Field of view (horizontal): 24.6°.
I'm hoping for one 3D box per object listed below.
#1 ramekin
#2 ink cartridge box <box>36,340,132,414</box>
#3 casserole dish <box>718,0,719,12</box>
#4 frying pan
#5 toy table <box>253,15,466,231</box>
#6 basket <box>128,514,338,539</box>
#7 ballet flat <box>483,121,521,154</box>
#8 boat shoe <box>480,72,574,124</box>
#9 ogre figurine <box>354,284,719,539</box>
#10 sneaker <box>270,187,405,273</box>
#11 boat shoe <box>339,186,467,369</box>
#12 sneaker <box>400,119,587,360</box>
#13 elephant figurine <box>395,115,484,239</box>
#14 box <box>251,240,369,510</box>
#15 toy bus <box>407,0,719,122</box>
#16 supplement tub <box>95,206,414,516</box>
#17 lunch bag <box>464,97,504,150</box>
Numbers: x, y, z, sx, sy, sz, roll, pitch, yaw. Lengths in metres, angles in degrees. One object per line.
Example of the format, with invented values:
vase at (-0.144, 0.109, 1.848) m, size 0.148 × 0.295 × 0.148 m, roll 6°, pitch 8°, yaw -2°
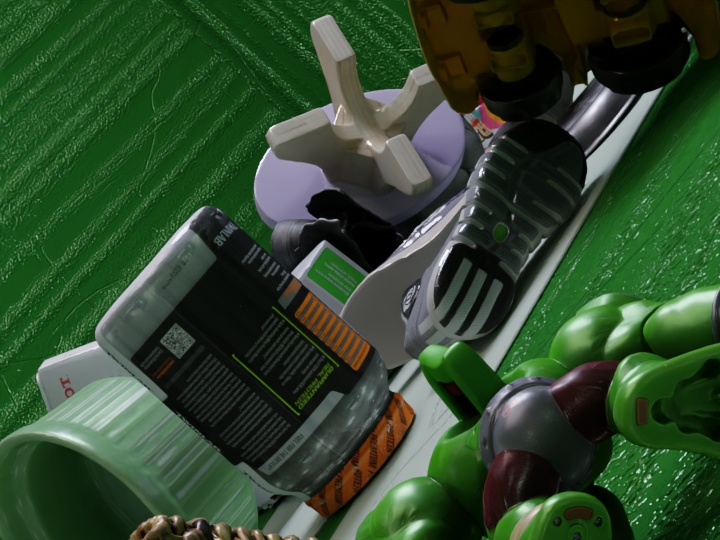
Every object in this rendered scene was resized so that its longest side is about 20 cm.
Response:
ramekin at (-0.172, 0.176, 1.230) m, size 0.098 × 0.200 × 0.200 m, roll -44°, pitch 0°, yaw -43°
ink cartridge box at (-0.182, 0.120, 1.536) m, size 0.199 × 0.148 × 0.083 m, roll -20°, pitch 5°, yaw -2°
casserole dish at (0.307, -0.255, 1.165) m, size 0.200 × 0.039 × 0.121 m, roll -49°, pitch 6°, yaw -4°
frying pan at (0.209, -0.151, 1.316) m, size 0.190 × 0.031 × 0.115 m, roll -52°, pitch 7°, yaw 2°
toy table at (0.004, -0.114, 1.413) m, size 0.199 × 0.184 × 0.117 m, roll -35°, pitch -21°, yaw -19°
basket at (-0.061, 0.210, 0.755) m, size 0.200 × 0.148 × 0.144 m, roll -42°, pitch 42°, yaw 54°
ballet flat at (0.099, -0.043, 1.382) m, size 0.067 × 0.046 × 0.201 m, roll 7°, pitch 59°, yaw 56°
boat shoe at (0.128, -0.166, 1.402) m, size 0.200 × 0.073 × 0.075 m, roll 41°, pitch -124°, yaw -64°
ogre figurine at (0.069, 0.063, 0.554) m, size 0.201 × 0.098 × 0.120 m, roll -61°, pitch 18°, yaw -4°
sneaker at (0.001, -0.003, 1.389) m, size 0.104 × 0.200 × 0.060 m, roll -7°, pitch 57°, yaw 38°
boat shoe at (0.062, 0.000, 1.253) m, size 0.200 × 0.075 × 0.093 m, roll -41°, pitch -1°, yaw 0°
sneaker at (0.080, -0.017, 1.159) m, size 0.200 × 0.075 × 0.116 m, roll -54°, pitch 5°, yaw -35°
elephant figurine at (0.062, -0.078, 1.524) m, size 0.199 × 0.156 × 0.142 m, roll -22°, pitch 40°, yaw -4°
box at (-0.067, 0.098, 1.353) m, size 0.177 × 0.096 × 0.200 m, roll -55°, pitch 6°, yaw -25°
toy bus at (0.140, -0.222, 1.164) m, size 0.198 × 0.136 × 0.193 m, roll -14°, pitch 43°, yaw 15°
supplement tub at (-0.068, 0.064, 1.103) m, size 0.123 × 0.200 × 0.123 m, roll -47°, pitch 5°, yaw 5°
lunch bag at (0.092, -0.111, 1.734) m, size 0.200 × 0.082 × 0.176 m, roll -47°, pitch 2°, yaw 8°
